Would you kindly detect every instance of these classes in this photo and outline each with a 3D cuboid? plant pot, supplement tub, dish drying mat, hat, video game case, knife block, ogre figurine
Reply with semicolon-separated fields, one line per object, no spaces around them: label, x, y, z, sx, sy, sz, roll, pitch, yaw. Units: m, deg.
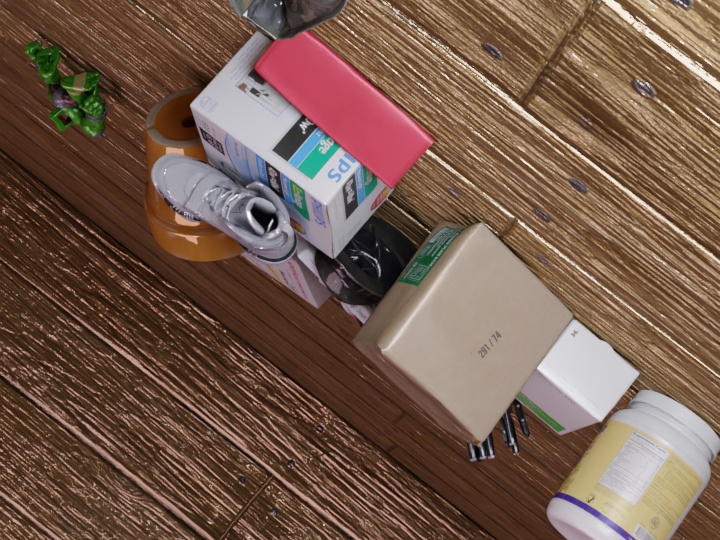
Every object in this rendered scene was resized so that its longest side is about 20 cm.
plant pot;-0.218;-0.147;1.768;0.200;0.200;0.183;30;149;32
supplement tub;0.342;0.264;1.576;0.145;0.200;0.145;36;166;10
dish drying mat;-0.018;-0.179;1.360;0.200;0.077;0.018;40;-157;-6
hat;0.000;0.000;1.650;0.201;0.081;0.201;32;-154;-18
video game case;-0.031;-0.022;1.776;0.182;0.024;0.200;47;-161;-30
knife block;0.163;0.174;1.807;0.200;0.176;0.064;33;165;25
ogre figurine;-0.494;-0.301;2.155;0.200;0.098;0.120;23;151;16

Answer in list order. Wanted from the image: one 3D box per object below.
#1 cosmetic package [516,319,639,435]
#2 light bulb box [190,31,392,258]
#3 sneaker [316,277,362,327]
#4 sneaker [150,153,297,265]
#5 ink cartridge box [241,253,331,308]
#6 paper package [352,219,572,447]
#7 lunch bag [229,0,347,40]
cosmetic package;0.265;0.140;1.622;0.108;0.085;0.200;40;168;5
light bulb box;-0.074;-0.143;1.493;0.200;0.125;0.198;37;167;12
sneaker;0.009;0.042;1.919;0.121;0.084;0.200;37;171;33
sneaker;-0.158;-0.083;1.488;0.200;0.075;0.115;34;167;0
ink cartridge box;-0.125;-0.049;2.001;0.200;0.084;0.145;34;162;29
paper package;0.121;0.070;1.517;0.191;0.200;0.103;44;166;-23
lunch bag;-0.022;-0.259;0.874;0.118;0.164;0.200;34;167;-7
